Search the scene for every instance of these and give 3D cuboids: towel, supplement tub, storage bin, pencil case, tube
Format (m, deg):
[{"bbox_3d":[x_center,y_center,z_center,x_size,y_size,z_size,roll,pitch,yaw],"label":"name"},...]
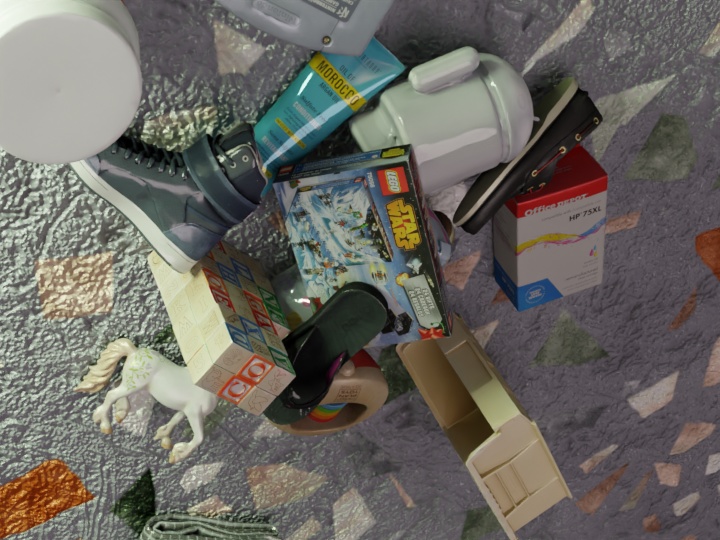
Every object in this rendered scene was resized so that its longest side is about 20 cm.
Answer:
[{"bbox_3d":[-0.203,0.393,1.495,0.198,0.086,0.167,11,119,-30],"label":"towel"},{"bbox_3d":[-0.250,-0.188,0.916,0.138,0.201,0.142,-14,132,-16],"label":"supplement tub"},{"bbox_3d":[0.146,0.181,1.411,0.093,0.201,0.199,-31,134,0],"label":"storage bin"},{"bbox_3d":[0.000,0.000,1.245,0.199,0.091,0.083,-34,139,19],"label":"pencil case"},{"bbox_3d":[-0.052,-0.153,1.148,0.077,0.050,0.200,42,101,-17],"label":"tube"}]

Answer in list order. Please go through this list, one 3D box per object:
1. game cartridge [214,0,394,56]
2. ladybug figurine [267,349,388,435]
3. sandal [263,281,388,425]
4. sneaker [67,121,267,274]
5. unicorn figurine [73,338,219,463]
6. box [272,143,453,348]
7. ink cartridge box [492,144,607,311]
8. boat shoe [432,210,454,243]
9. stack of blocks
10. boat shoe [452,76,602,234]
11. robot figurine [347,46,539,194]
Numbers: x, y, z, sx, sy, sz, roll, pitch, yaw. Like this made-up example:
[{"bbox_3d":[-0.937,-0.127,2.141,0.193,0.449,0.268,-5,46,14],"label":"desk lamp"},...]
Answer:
[{"bbox_3d":[-0.058,-0.274,1.045,0.198,0.042,0.134,21,118,-31],"label":"game cartridge"},{"bbox_3d":[-0.039,0.131,1.331,0.134,0.073,0.200,1,157,-20],"label":"ladybug figurine"},{"bbox_3d":[-0.048,0.091,1.182,0.075,0.048,0.201,32,122,-12],"label":"sandal"},{"bbox_3d":[-0.175,-0.110,1.081,0.146,0.077,0.202,-36,121,14],"label":"sneaker"},{"bbox_3d":[-0.199,0.133,1.286,0.198,0.074,0.138,24,103,-32],"label":"unicorn figurine"},{"bbox_3d":[0.006,-0.017,1.158,0.135,0.040,0.202,-7,120,14],"label":"box"},{"bbox_3d":[0.215,-0.062,1.340,0.115,0.067,0.202,-18,132,-12],"label":"ink cartridge box"},{"bbox_3d":[0.034,0.010,1.319,0.199,0.072,0.076,-39,147,18],"label":"boat shoe"},{"bbox_3d":[-0.130,0.048,1.167,0.059,0.201,0.115,-46,131,15],"label":"stack of blocks"},{"bbox_3d":[0.177,-0.111,1.240,0.063,0.074,0.202,44,81,-14],"label":"boat shoe"},{"bbox_3d":[0.089,-0.147,1.177,0.198,0.114,0.171,-21,145,-10],"label":"robot figurine"}]
